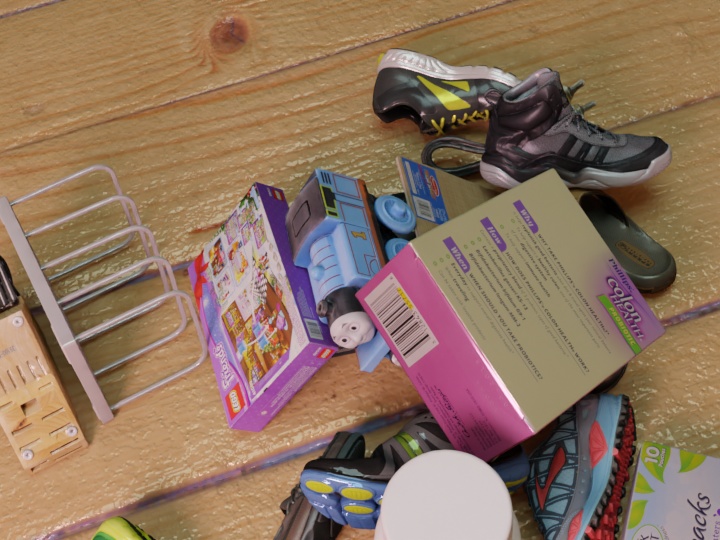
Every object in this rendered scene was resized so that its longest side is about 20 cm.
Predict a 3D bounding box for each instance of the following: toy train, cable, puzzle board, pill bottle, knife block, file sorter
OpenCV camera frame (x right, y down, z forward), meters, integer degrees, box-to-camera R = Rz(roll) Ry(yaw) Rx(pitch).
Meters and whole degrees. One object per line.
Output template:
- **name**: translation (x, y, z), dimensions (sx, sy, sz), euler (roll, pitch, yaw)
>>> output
- **toy train**: translation (0.000, 0.000, 0.980), dimensions (0.113, 0.087, 0.201), euler (11, 45, -29)
- **cable**: translation (0.170, -0.133, 1.176), dimensions (0.198, 0.098, 0.050), euler (-18, 14, 15)
- **puzzle board**: translation (0.111, -0.018, 1.062), dimensions (0.150, 0.017, 0.201), euler (16, 45, -33)
- **pill bottle**: translation (0.068, 0.226, 0.826), dimensions (0.112, 0.201, 0.114), euler (-3, 54, 4)
- **knife block**: translation (-0.345, 0.086, 1.068), dimensions (0.064, 0.175, 0.202), euler (-26, 100, -12)
- **file sorter**: translation (-0.253, 0.015, 1.052), dimensions (0.124, 0.139, 0.201), euler (-27, 56, -15)

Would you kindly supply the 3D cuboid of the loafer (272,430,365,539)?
- **loafer**: translation (-0.056, 0.224, 0.925), dimensions (0.062, 0.072, 0.201), euler (12, 58, 21)

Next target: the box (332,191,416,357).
- **box**: translation (0.008, 0.002, 1.090), dimensions (0.198, 0.046, 0.160), euler (-11, 54, -2)

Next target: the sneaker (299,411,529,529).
- **sneaker**: translation (0.043, 0.165, 0.904), dimensions (0.197, 0.071, 0.083), euler (-7, 52, -14)

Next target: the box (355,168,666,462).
- **box**: translation (0.129, 0.036, 0.903), dimensions (0.199, 0.097, 0.177), euler (-27, 79, -39)

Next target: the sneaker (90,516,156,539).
- **sneaker**: translation (-0.170, 0.298, 0.889), dimensions (0.084, 0.074, 0.200), euler (-46, 58, -4)

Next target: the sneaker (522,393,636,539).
- **sneaker**: translation (0.178, 0.197, 0.929), dimensions (0.095, 0.080, 0.201), euler (3, 49, 31)

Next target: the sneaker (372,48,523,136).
- **sneaker**: translation (0.106, -0.187, 1.213), dimensions (0.198, 0.075, 0.085), euler (15, 77, 14)

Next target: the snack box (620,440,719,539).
- **snack box**: translation (0.282, 0.254, 0.876), dimensions (0.141, 0.053, 0.201), euler (11, 56, 15)

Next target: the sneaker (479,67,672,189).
- **sneaker**: translation (0.220, -0.147, 1.091), dimensions (0.198, 0.115, 0.076), euler (-2, 27, 6)

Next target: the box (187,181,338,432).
- **box**: translation (-0.100, 0.034, 1.031), dimensions (0.039, 0.137, 0.201), euler (14, 42, -39)

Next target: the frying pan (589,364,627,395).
- **frying pan**: translation (0.174, 0.071, 1.001), dimensions (0.188, 0.031, 0.116), euler (-12, 75, -21)

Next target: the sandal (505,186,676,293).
- **sandal**: translation (0.238, -0.049, 1.097), dimensions (0.082, 0.055, 0.200), euler (-37, 58, -23)
